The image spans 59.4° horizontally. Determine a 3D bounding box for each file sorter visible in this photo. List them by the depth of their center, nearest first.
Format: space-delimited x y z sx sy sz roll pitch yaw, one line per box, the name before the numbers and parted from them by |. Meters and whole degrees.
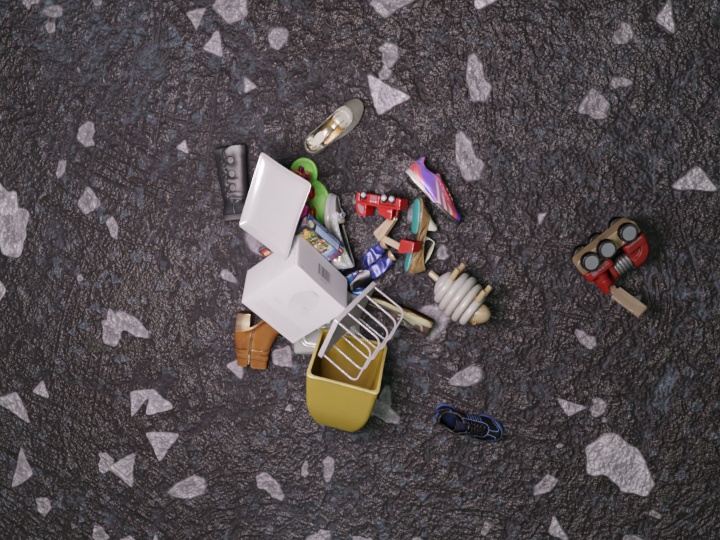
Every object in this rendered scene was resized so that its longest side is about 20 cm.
file sorter | 0.008 0.158 1.624 0.123 0.200 0.141 36 131 10

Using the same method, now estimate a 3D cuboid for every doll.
doll | 0.000 0.000 1.723 0.198 0.048 0.138 -38 73 7

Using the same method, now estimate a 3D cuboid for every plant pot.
plant pot | -0.047 0.314 1.701 0.189 0.196 0.205 14 123 2

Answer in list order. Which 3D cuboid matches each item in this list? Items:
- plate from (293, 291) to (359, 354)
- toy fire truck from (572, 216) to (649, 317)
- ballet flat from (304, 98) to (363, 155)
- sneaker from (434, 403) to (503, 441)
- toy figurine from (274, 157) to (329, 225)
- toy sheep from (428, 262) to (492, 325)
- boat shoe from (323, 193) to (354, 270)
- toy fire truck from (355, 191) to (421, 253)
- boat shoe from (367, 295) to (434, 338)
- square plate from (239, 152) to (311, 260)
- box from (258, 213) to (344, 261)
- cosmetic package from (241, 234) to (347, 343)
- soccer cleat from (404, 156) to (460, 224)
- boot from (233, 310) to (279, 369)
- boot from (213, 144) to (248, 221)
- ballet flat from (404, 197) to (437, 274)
plate | -0.097 0.140 1.770 0.192 0.032 0.208 2 96 9
toy fire truck | 0.663 -0.004 1.597 0.175 0.129 0.201 -38 102 10
ballet flat | -0.070 -0.382 1.687 0.199 0.064 0.068 -40 90 11
sneaker | 0.295 0.425 1.719 0.194 0.078 0.072 15 99 7
toy figurine | -0.165 -0.198 1.663 0.145 0.184 0.208 0 96 9
toy sheep | 0.260 0.064 1.658 0.199 0.137 0.139 42 102 17
boat shoe | -0.056 -0.106 1.705 0.063 0.074 0.210 -6 88 16
toy fire truck | 0.071 -0.129 1.671 0.195 0.048 0.146 12 101 31
boat shoe | 0.103 0.127 1.716 0.195 0.073 0.067 23 97 7
square plate | -0.211 -0.161 1.574 0.196 0.028 0.205 33 112 32
box | -0.157 -0.059 1.661 0.197 0.039 0.136 -24 132 38
cosmetic package | -0.167 0.052 1.636 0.197 0.125 0.199 -31 125 24
soccer cleat | 0.205 -0.209 1.666 0.073 0.068 0.200 -43 88 3
boot | -0.268 0.204 1.781 0.193 0.077 0.161 4 97 8
boot | -0.317 -0.246 1.747 0.159 0.066 0.208 -5 92 8
ballet flat | 0.167 -0.090 1.690 0.070 0.068 0.207 6 98 -12
